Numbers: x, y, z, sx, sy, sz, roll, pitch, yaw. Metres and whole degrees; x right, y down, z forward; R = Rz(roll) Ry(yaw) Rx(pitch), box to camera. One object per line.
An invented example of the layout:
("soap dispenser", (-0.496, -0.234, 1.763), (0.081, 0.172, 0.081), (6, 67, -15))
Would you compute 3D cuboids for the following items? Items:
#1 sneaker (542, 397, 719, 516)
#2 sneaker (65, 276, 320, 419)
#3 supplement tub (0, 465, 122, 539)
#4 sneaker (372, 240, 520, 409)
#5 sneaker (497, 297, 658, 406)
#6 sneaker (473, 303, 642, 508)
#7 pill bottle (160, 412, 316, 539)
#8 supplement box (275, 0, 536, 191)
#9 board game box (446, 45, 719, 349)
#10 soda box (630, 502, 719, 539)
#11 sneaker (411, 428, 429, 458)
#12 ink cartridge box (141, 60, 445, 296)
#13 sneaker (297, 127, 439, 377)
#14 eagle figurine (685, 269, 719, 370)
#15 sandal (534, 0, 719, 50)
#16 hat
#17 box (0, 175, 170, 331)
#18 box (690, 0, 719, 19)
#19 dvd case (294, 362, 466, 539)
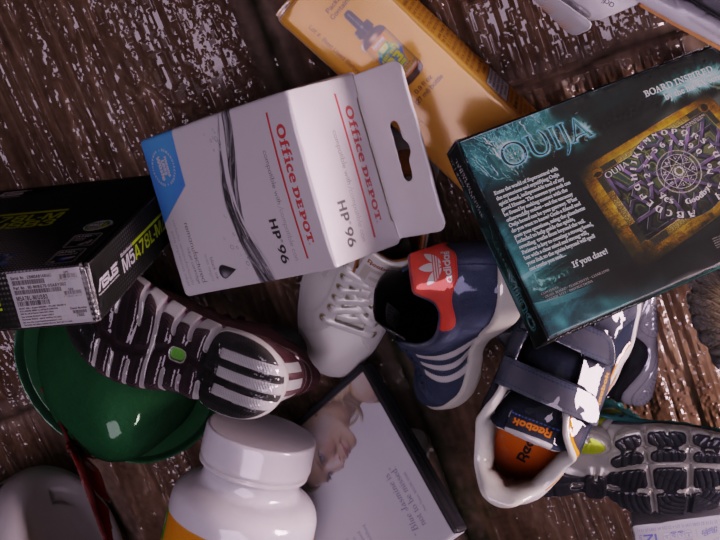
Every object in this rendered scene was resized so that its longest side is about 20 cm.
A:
("sneaker", (0.186, 0.119, 0.897), (0.198, 0.080, 0.078), (8, 123, 12))
("sneaker", (-0.116, 0.055, 0.909), (0.199, 0.115, 0.076), (24, 99, 27))
("supplement tub", (-0.305, 0.259, 1.010), (0.199, 0.145, 0.145), (-28, 104, 20))
("sneaker", (0.045, 0.037, 0.851), (0.084, 0.076, 0.201), (1, 149, -11))
("sneaker", (0.146, 0.002, 0.860), (0.113, 0.076, 0.202), (-2, 111, 12))
("sneaker", (0.128, 0.066, 0.807), (0.078, 0.079, 0.202), (20, 110, 16))
("pill bottle", (-0.094, 0.212, 0.918), (0.110, 0.111, 0.202), (14, 101, 4))
("supplement box", (0.041, -0.131, 0.833), (0.200, 0.069, 0.067), (42, 112, -9))
("board game box", (0.169, -0.051, 0.780), (0.198, 0.028, 0.136), (-21, 79, -15))
("soda box", (0.300, 0.182, 0.909), (0.198, 0.068, 0.064), (-11, 110, 14))
("sneaker", (-0.004, 0.205, 0.974), (0.080, 0.070, 0.202), (24, 113, 8))
("ink cartridge box", (-0.049, -0.057, 0.819), (0.199, 0.068, 0.117), (-11, 98, 45))
("sneaker", (0.000, 0.000, 0.880), (0.072, 0.085, 0.201), (16, 115, -6))
("eagle figurine", (0.303, 0.083, 0.819), (0.150, 0.151, 0.202), (0, 96, 54))
("sandal", (0.156, -0.168, 0.783), (0.206, 0.079, 0.059), (31, 115, 2))
("hat", (-0.197, 0.115, 0.913), (0.199, 0.176, 0.166), (36, 113, -5))
("box", (-0.240, -0.012, 0.863), (0.198, 0.193, 0.048), (-5, 113, 13))
("box", (0.226, -0.210, 0.735), (0.199, 0.122, 0.106), (32, 114, -3))
("dvd case", (-0.024, 0.184, 0.945), (0.200, 0.017, 0.143), (-43, 67, 30))
